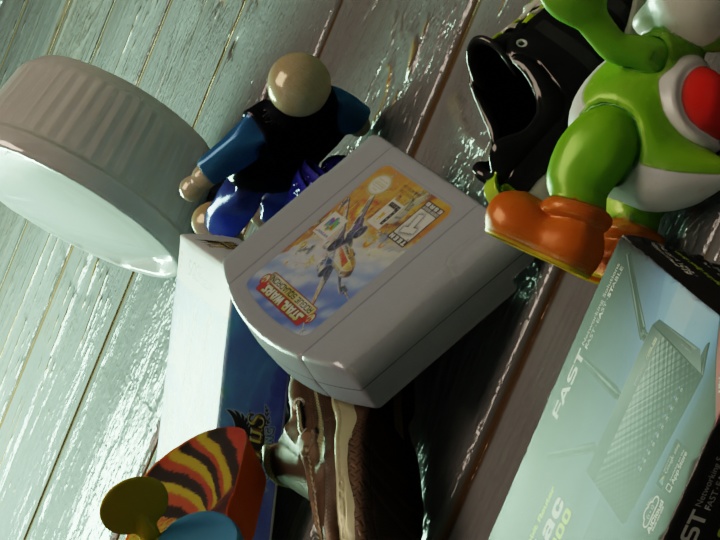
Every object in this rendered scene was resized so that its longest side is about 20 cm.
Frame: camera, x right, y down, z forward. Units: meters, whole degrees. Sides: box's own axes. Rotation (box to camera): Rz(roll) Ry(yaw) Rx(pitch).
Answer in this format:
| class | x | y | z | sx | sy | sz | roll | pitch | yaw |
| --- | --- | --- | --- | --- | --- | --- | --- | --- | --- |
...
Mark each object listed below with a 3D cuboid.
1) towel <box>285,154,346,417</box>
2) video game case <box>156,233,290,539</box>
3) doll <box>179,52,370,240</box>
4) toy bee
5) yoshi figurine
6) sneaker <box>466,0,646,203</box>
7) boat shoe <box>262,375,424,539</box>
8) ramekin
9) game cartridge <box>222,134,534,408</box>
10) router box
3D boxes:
| class | x | y | z | sx | sy | sz | roll | pitch | yaw |
| --- | --- | --- | --- | --- | --- | --- | --- | --- | --- |
| towel | -0.021 | 0.015 | 1.448 | 0.148 | 0.049 | 0.200 | -66 | 19 | 10 |
| video game case | -0.087 | 0.087 | 1.487 | 0.181 | 0.045 | 0.201 | -151 | 67 | -75 |
| doll | -0.058 | -0.073 | 1.539 | 0.049 | 0.136 | 0.200 | 61 | 153 | 17 |
| toy bee | -0.103 | 0.162 | 1.209 | 0.200 | 0.108 | 0.131 | -80 | -24 | -69 |
| yoshi figurine | 0.118 | -0.098 | 1.088 | 0.201 | 0.112 | 0.112 | -66 | 12 | 2 |
| sneaker | 0.096 | -0.112 | 1.192 | 0.072 | 0.083 | 0.201 | -45 | 31 | 51 |
| boat shoe | -0.013 | 0.102 | 1.272 | 0.075 | 0.075 | 0.203 | -23 | 29 | 17 |
| ramekin | -0.204 | -0.084 | 1.852 | 0.095 | 0.202 | 0.202 | -62 | 16 | -16 |
| game cartridge | 0.000 | 0.000 | 1.298 | 0.133 | 0.042 | 0.200 | -37 | 28 | -8 |
| router box | 0.114 | 0.101 | 0.958 | 0.201 | 0.062 | 0.150 | -67 | 18 | 10 |
